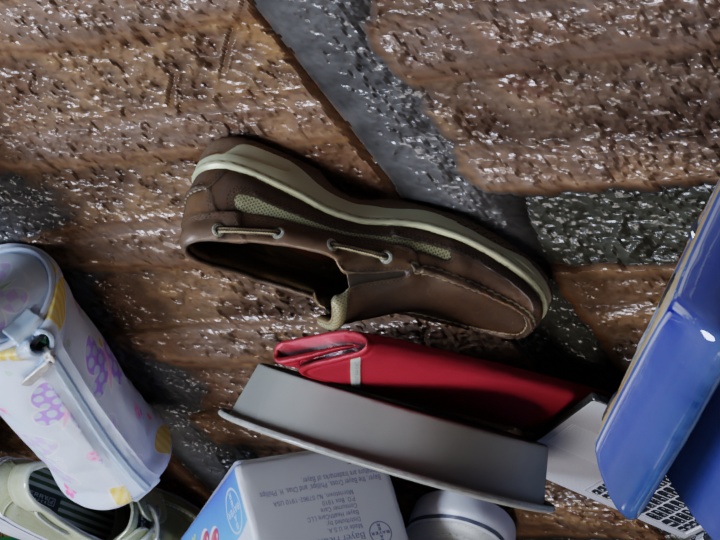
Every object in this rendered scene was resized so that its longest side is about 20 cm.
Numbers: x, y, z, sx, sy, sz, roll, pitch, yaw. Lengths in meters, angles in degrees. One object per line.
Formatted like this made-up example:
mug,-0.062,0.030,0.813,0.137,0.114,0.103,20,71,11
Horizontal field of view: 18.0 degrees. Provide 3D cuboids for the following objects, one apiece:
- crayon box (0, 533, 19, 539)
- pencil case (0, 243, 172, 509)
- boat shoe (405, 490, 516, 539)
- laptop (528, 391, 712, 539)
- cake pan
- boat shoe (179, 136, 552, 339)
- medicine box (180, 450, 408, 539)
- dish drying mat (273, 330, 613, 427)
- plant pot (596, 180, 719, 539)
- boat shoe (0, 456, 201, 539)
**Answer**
crayon box,-0.344,0.200,1.745,0.200,0.058,0.119,35,147,-23
pencil case,-0.187,0.069,1.415,0.091,0.083,0.200,22,155,32
boat shoe,0.043,0.215,1.506,0.074,0.086,0.202,24,150,-6
laptop,0.180,0.176,1.299,0.200,0.116,0.187,23,161,-4
cake pan,0.019,0.093,1.296,0.200,0.037,0.200,16,178,0
boat shoe,-0.001,0.003,1.204,0.202,0.075,0.075,20,150,1
medicine box,-0.035,0.238,1.464,0.103,0.200,0.182,-6,157,-22
dish drying mat,0.049,0.062,1.252,0.200,0.018,0.077,17,158,-42
plant pot,0.221,0.033,0.992,0.180,0.200,0.200,25,150,6
boat shoe,-0.168,0.175,1.550,0.200,0.072,0.062,20,163,-37
